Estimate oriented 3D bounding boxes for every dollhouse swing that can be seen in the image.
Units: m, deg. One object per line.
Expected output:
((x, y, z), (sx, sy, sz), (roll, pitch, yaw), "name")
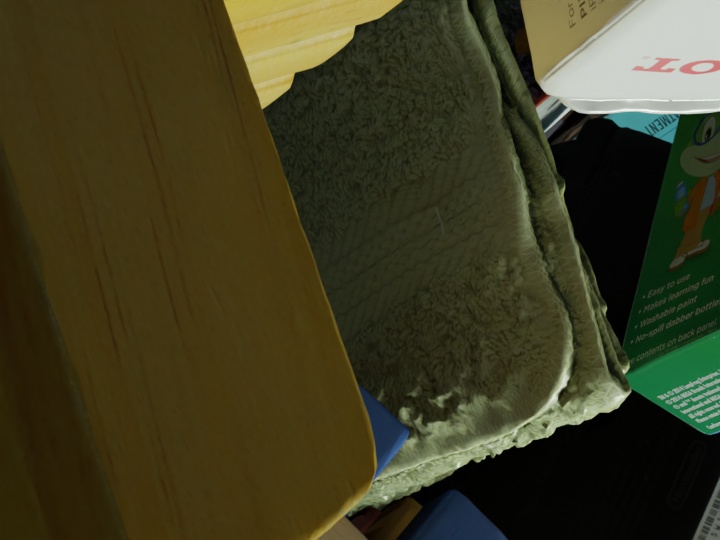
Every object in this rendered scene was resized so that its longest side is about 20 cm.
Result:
((-0.062, 0.032, 0.567), (0.175, 0.183, 0.200), (1, 152, -47), "dollhouse swing")

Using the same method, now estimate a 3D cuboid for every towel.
((0.000, 0.000, 0.881), (0.036, 0.149, 0.200), (-12, 169, -37), "towel")

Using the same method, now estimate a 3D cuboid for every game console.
((0.077, 0.062, 0.951), (0.201, 0.175, 0.116), (-66, 158, -7), "game console")

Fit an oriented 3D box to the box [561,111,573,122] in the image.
((0.156, -0.119, 1.094), (0.200, 0.100, 0.075), (-34, 179, 44), "box")

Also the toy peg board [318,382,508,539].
((-0.051, 0.051, 0.810), (0.098, 0.200, 0.199), (-49, -174, -31), "toy peg board")

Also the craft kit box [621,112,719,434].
((0.168, -0.069, 0.815), (0.200, 0.048, 0.198), (-29, -146, 52), "craft kit box")

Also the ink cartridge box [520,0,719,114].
((0.133, -0.105, 0.568), (0.144, 0.084, 0.200), (-1, 163, -25), "ink cartridge box")

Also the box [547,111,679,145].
((0.148, -0.076, 1.015), (0.200, 0.049, 0.082), (-35, -173, 42), "box")

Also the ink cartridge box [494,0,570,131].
((0.046, -0.067, 0.980), (0.109, 0.050, 0.200), (-39, 177, -16), "ink cartridge box")
